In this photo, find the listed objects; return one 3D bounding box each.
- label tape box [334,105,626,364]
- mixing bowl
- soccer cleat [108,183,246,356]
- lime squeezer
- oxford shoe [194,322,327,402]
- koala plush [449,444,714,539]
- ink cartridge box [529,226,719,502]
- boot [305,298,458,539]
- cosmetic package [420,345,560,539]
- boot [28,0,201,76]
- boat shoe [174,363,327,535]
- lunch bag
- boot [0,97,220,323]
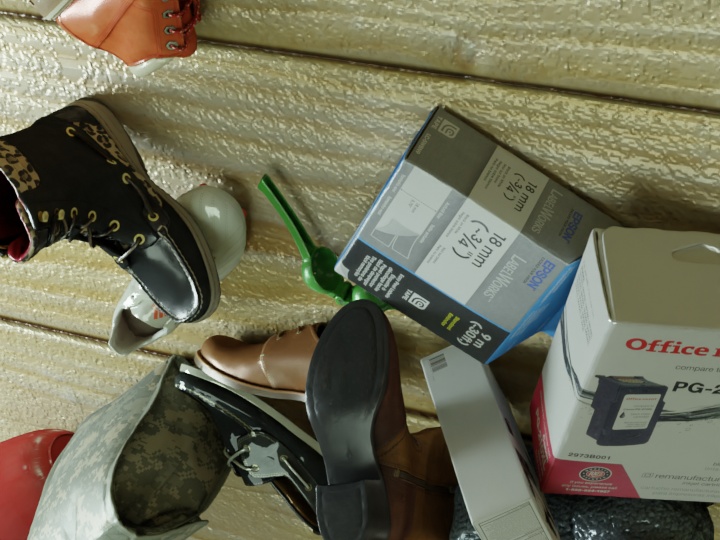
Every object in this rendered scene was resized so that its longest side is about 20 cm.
[{"bbox_3d":[0.099,-0.005,1.149,0.200,0.063,0.144,32,141,-1],"label":"label tape box"},{"bbox_3d":[-0.291,0.226,1.557,0.200,0.200,0.108,40,111,-12],"label":"mixing bowl"},{"bbox_3d":[-0.148,0.005,1.299,0.069,0.078,0.200,34,140,-5],"label":"soccer cleat"},{"bbox_3d":[0.000,0.000,1.242,0.200,0.038,0.071,32,122,-1],"label":"lime squeezer"},{"bbox_3d":[-0.052,0.073,1.336,0.199,0.071,0.072,11,101,32],"label":"oxford shoe"},{"bbox_3d":[0.186,0.209,1.241,0.200,0.177,0.184,-21,107,48],"label":"koala plush"},{"bbox_3d":[0.209,0.069,1.107,0.144,0.085,0.200,4,139,-7],"label":"ink cartridge box"},{"bbox_3d":[0.039,0.124,1.248,0.068,0.189,0.200,-11,168,28],"label":"boot"},{"bbox_3d":[0.099,0.141,1.203,0.050,0.200,0.083,-23,123,5],"label":"cosmetic package"},{"bbox_3d":[-0.136,-0.198,1.093,0.107,0.075,0.200,42,148,-18],"label":"boot"},{"bbox_3d":[-0.086,0.153,1.402,0.200,0.068,0.072,41,165,-20],"label":"boat shoe"},{"bbox_3d":[-0.206,0.198,1.426,0.118,0.200,0.164,43,130,-15],"label":"lunch bag"},{"bbox_3d":[-0.203,-0.032,1.196,0.073,0.150,0.200,-35,84,33],"label":"boot"}]
